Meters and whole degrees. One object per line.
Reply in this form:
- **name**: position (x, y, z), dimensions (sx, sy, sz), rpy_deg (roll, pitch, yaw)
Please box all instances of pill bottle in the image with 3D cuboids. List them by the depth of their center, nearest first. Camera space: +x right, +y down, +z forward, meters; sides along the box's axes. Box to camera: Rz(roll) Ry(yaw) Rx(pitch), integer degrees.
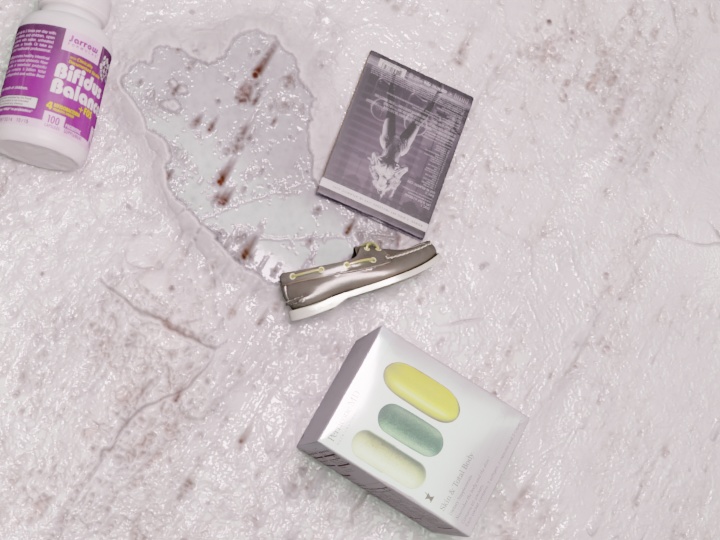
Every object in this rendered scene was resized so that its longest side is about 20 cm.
- **pill bottle**: position (-0.348, -0.226, 1.384), dimensions (0.111, 0.112, 0.203), rpy_deg (13, 78, -10)

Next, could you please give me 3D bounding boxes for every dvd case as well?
- **dvd case**: position (0.045, -0.157, 1.510), dimensions (0.147, 0.016, 0.202), rpy_deg (23, 75, -9)

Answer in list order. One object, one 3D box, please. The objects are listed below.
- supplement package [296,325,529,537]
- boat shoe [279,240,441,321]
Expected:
- **supplement package**: position (0.056, 0.186, 1.380), dimensions (0.199, 0.151, 0.153), rpy_deg (32, 75, -5)
- **boat shoe**: position (0.001, 0.000, 1.443), dimensions (0.200, 0.072, 0.061), rpy_deg (-21, 90, -12)
